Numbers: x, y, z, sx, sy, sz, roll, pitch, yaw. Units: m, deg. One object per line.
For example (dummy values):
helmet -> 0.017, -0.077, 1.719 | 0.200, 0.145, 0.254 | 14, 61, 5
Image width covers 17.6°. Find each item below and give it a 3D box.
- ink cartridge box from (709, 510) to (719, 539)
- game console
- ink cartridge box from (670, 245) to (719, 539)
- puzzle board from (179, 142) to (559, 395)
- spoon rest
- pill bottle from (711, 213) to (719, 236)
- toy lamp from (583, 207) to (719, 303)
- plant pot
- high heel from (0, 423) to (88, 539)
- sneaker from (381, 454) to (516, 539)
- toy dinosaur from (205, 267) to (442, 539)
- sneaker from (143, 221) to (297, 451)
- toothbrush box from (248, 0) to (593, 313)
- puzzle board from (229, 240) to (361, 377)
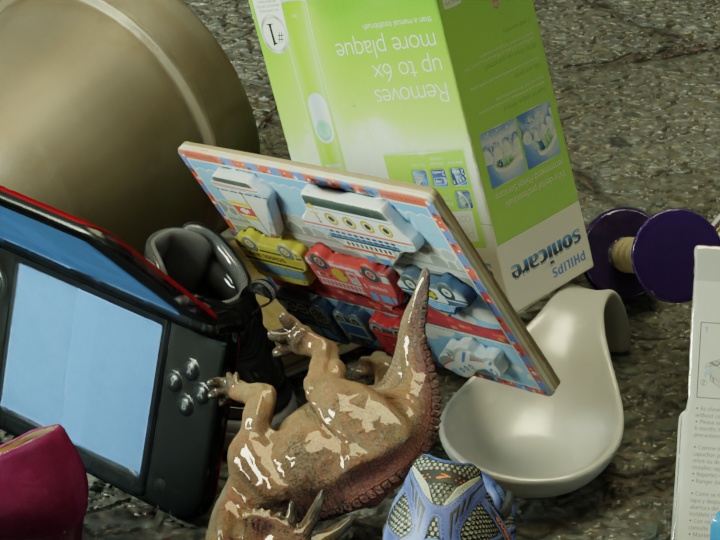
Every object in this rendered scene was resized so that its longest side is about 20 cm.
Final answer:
ink cartridge box -> 0.252, 0.172, 1.015 | 0.199, 0.117, 0.068 | 18, 34, 33
game console -> -0.172, 0.030, 1.216 | 0.199, 0.174, 0.118 | 22, 19, 36
ink cartridge box -> 0.256, 0.084, 1.145 | 0.198, 0.045, 0.178 | 4, 73, 8
puzzle board -> 0.000, 0.000, 1.247 | 0.199, 0.151, 0.017 | 13, 57, 45
spoon rest -> 0.107, 0.062, 1.289 | 0.099, 0.061, 0.200 | 8, 28, 17
pill bottle -> 0.252, 0.040, 1.271 | 0.108, 0.110, 0.200 | -3, 28, -4
toy lamp -> 0.165, -0.010, 1.356 | 0.058, 0.059, 0.200 | -4, 0, -6
plant pot -> -0.189, -0.063, 1.409 | 0.199, 0.201, 0.173 | 18, 43, 31
high heel -> -0.230, 0.106, 1.178 | 0.199, 0.097, 0.067 | 11, 30, 22
sneaker -> 0.049, 0.131, 1.069 | 0.075, 0.079, 0.200 | 6, -12, 5
toy dinosaur -> -0.014, 0.098, 1.152 | 0.200, 0.086, 0.136 | -41, 38, -2
sneaker -> -0.127, 0.026, 1.306 | 0.199, 0.115, 0.075 | 12, 30, 23
toothbrush box -> 0.035, -0.080, 1.339 | 0.145, 0.201, 0.086 | 0, 22, 44
puzzle board -> -0.028, 0.011, 1.436 | 0.199, 0.018, 0.150 | -21, 33, -33
